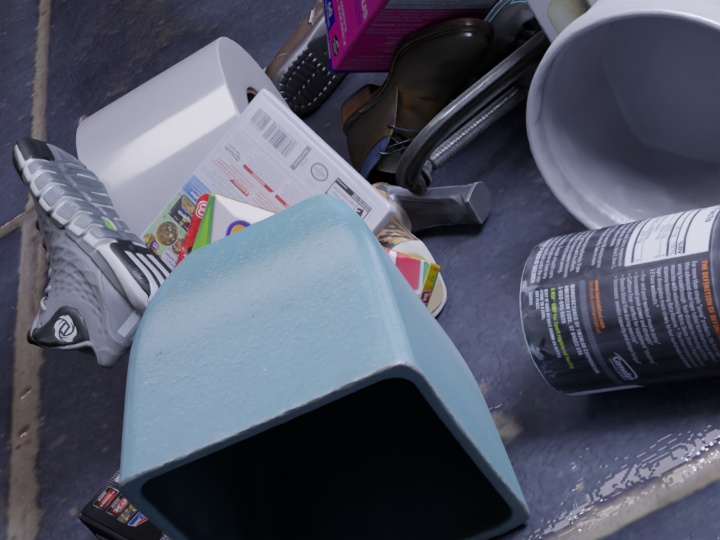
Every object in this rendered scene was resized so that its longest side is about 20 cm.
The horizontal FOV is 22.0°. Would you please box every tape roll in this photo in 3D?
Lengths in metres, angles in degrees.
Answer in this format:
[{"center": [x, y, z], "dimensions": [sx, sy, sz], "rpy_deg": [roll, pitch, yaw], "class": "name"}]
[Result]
[{"center": [-0.119, -0.069, 1.498], "dimensions": [0.139, 0.203, 0.203], "rpy_deg": [-28, 32, 11], "class": "tape roll"}]

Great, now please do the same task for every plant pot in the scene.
[{"center": [-0.031, 0.070, 1.186], "dimensions": [0.195, 0.196, 0.201], "rpy_deg": [-23, 47, 14], "class": "plant pot"}]

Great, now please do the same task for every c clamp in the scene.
[{"center": [0.094, -0.118, 1.415], "dimensions": [0.200, 0.027, 0.171], "rpy_deg": [-38, -9, -26], "class": "c clamp"}]

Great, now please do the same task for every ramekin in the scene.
[{"center": [0.221, -0.112, 1.237], "dimensions": [0.200, 0.201, 0.105], "rpy_deg": [-9, 31, 36], "class": "ramekin"}]

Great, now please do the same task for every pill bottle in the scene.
[{"center": [0.208, 0.016, 1.159], "dimensions": [0.199, 0.106, 0.106], "rpy_deg": [-11, 40, 35], "class": "pill bottle"}]

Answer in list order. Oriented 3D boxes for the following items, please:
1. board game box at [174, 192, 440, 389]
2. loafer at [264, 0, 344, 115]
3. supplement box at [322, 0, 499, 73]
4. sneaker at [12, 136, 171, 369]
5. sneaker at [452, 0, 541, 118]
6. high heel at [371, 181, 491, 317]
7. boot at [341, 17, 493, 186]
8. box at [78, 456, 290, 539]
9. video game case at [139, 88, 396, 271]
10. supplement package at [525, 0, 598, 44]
[{"center": [-0.049, 0.012, 1.321], "dimensions": [0.199, 0.030, 0.096], "rpy_deg": [18, 88, 26], "class": "board game box"}, {"center": [-0.024, -0.233, 1.743], "dimensions": [0.200, 0.073, 0.071], "rpy_deg": [-45, 32, -15], "class": "loafer"}, {"center": [0.043, -0.238, 1.450], "dimensions": [0.200, 0.103, 0.102], "rpy_deg": [137, 128, -65], "class": "supplement box"}, {"center": [-0.226, -0.004, 1.373], "dimensions": [0.116, 0.075, 0.200], "rpy_deg": [-53, 54, 16], "class": "sneaker"}, {"center": [0.141, -0.216, 1.546], "dimensions": [0.200, 0.075, 0.079], "rpy_deg": [-39, 42, -4], "class": "sneaker"}, {"center": [0.000, 0.000, 1.414], "dimensions": [0.142, 0.072, 0.200], "rpy_deg": [-4, 33, 39], "class": "high heel"}, {"center": [0.049, -0.121, 1.479], "dimensions": [0.200, 0.074, 0.097], "rpy_deg": [-39, 47, 55], "class": "boot"}, {"center": [-0.092, 0.138, 1.348], "dimensions": [0.200, 0.044, 0.160], "rpy_deg": [-49, 33, -19], "class": "box"}, {"center": [-0.087, -0.014, 1.363], "dimensions": [0.143, 0.018, 0.200], "rpy_deg": [43, 97, 21], "class": "video game case"}, {"center": [0.219, -0.210, 1.353], "dimensions": [0.151, 0.200, 0.151], "rpy_deg": [-22, 34, 22], "class": "supplement package"}]
